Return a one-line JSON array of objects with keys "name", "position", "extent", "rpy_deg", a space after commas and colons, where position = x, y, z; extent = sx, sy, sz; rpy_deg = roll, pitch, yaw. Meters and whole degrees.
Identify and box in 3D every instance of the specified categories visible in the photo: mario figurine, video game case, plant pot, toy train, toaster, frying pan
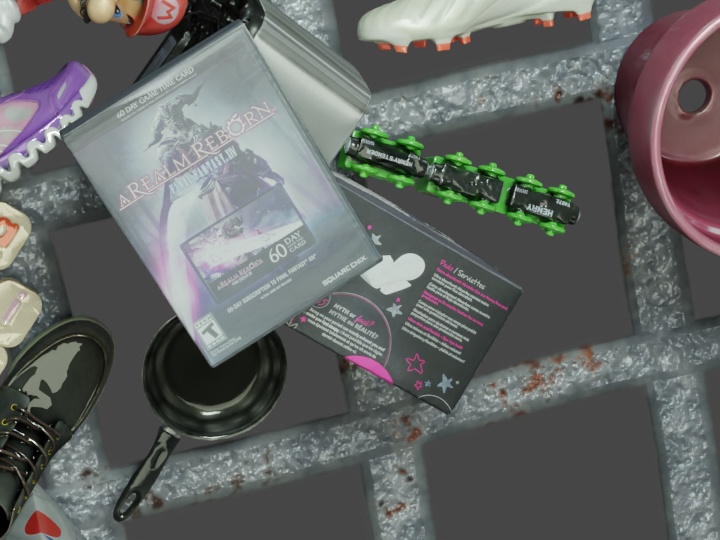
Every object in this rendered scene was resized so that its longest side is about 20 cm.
[{"name": "mario figurine", "position": [-0.219, -0.213, 1.417], "extent": [0.200, 0.123, 0.106], "rpy_deg": [18, 75, -11]}, {"name": "video game case", "position": [-0.092, -0.049, 1.362], "extent": [0.143, 0.019, 0.200], "rpy_deg": [-32, 115, -3]}, {"name": "plant pot", "position": [0.282, -0.123, 1.530], "extent": [0.199, 0.179, 0.201], "rpy_deg": [-4, 107, -12]}, {"name": "toy train", "position": [0.076, -0.069, 1.562], "extent": [0.200, 0.056, 0.042], "rpy_deg": [17, 86, -17]}, {"name": "toaster", "position": [-0.096, -0.115, 1.445], "extent": [0.119, 0.181, 0.200], "rpy_deg": [33, 97, -22]}, {"name": "frying pan", "position": [-0.123, 0.112, 1.580], "extent": [0.115, 0.031, 0.191], "rpy_deg": [9, 107, -15]}]

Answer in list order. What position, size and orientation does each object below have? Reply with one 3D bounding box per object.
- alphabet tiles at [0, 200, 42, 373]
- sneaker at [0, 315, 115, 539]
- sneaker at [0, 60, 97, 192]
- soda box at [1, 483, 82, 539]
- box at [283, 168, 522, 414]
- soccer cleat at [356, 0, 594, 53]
[{"name": "alphabet tiles", "position": [-0.346, 0.013, 1.508], "extent": [0.200, 0.015, 0.196], "rpy_deg": [31, 97, -19]}, {"name": "sneaker", "position": [-0.250, 0.130, 1.514], "extent": [0.075, 0.106, 0.200], "rpy_deg": [37, 95, -20]}, {"name": "sneaker", "position": [-0.282, -0.095, 1.453], "extent": [0.200, 0.080, 0.089], "rpy_deg": [-40, 99, -11]}, {"name": "soda box", "position": [-0.244, 0.227, 1.493], "extent": [0.068, 0.200, 0.063], "rpy_deg": [-40, 109, 0]}, {"name": "box", "position": [0.000, 0.000, 1.523], "extent": [0.200, 0.132, 0.115], "rpy_deg": [30, 94, -20]}, {"name": "soccer cleat", "position": [0.087, -0.214, 1.522], "extent": [0.199, 0.069, 0.078], "rpy_deg": [-14, 103, -17]}]
